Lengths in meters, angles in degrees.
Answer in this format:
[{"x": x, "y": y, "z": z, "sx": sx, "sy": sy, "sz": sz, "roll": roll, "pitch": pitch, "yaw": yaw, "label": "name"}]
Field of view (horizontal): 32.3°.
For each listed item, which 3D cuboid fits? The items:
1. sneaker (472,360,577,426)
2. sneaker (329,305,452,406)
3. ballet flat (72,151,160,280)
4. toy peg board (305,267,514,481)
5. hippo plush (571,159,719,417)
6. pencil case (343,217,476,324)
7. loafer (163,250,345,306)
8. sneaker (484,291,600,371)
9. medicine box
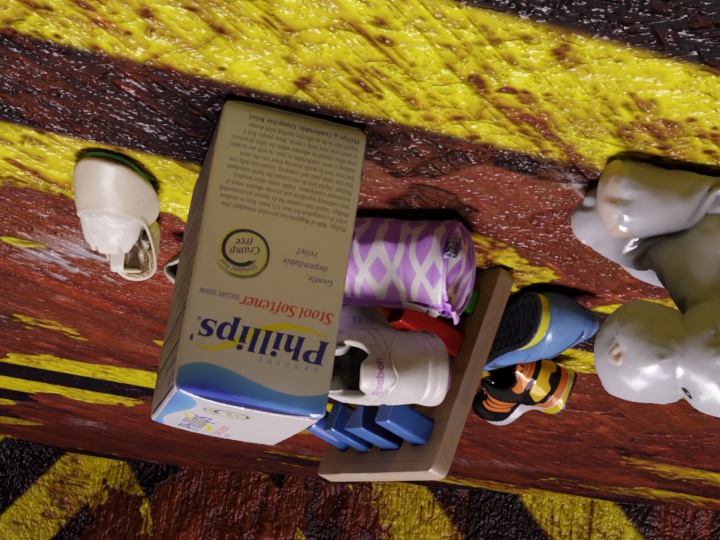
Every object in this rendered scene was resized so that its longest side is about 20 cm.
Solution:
[{"x": 0.175, "y": 0.134, "z": 1.502, "sx": 0.090, "sy": 0.070, "sz": 0.200, "roll": 29, "pitch": 159, "yaw": -17, "label": "sneaker"}, {"x": -0.011, "y": 0.067, "z": 1.034, "sx": 0.099, "sy": 0.076, "sz": 0.200, "roll": 0, "pitch": -177, "yaw": -30, "label": "sneaker"}, {"x": -0.201, "y": -0.036, "z": 1.043, "sx": 0.069, "sy": 0.070, "sz": 0.200, "roll": 7, "pitch": 165, "yaw": 2, "label": "ballet flat"}, {"x": 0.018, "y": 0.082, "z": 1.149, "sx": 0.097, "sy": 0.200, "sz": 0.200, "roll": 32, "pitch": 156, "yaw": -23, "label": "toy peg board"}, {"x": 0.238, "y": 0.025, "z": 0.849, "sx": 0.198, "sy": 0.162, "sz": 0.159, "roll": 4, "pitch": 164, "yaw": 17, "label": "hippo plush"}, {"x": 0.000, "y": 0.000, "z": 1.033, "sx": 0.199, "sy": 0.086, "sz": 0.084, "roll": 2, "pitch": 158, "yaw": 25, "label": "pencil case"}, {"x": -0.086, "y": 0.010, "z": 1.137, "sx": 0.198, "sy": 0.071, "sz": 0.070, "roll": 2, "pitch": -179, "yaw": 22, "label": "loafer"}, {"x": 0.163, "y": 0.066, "z": 1.235, "sx": 0.078, "sy": 0.066, "sz": 0.200, "roll": 9, "pitch": 165, "yaw": -20, "label": "sneaker"}, {"x": -0.076, "y": 0.010, "z": 0.884, "sx": 0.102, "sy": 0.202, "sz": 0.182, "roll": 11, "pitch": 165, "yaw": -11, "label": "medicine box"}]
